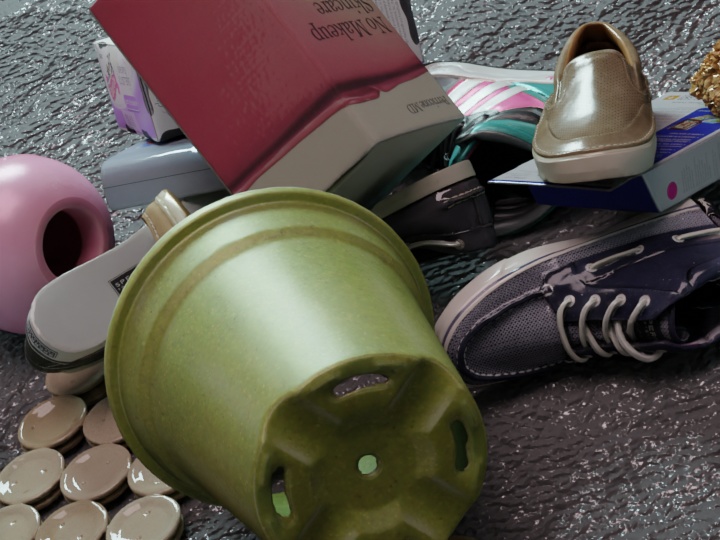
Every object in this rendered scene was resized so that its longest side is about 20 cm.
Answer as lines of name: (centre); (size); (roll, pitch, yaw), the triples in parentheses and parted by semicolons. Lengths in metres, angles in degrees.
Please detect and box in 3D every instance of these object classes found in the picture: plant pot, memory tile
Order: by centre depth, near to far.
plant pot: (-0.022, 0.076, 1.287); (0.200, 0.200, 0.184); (-30, 26, -8)
memory tile: (-0.160, 0.115, 1.500); (0.153, 0.017, 0.200); (-7, 39, 23)

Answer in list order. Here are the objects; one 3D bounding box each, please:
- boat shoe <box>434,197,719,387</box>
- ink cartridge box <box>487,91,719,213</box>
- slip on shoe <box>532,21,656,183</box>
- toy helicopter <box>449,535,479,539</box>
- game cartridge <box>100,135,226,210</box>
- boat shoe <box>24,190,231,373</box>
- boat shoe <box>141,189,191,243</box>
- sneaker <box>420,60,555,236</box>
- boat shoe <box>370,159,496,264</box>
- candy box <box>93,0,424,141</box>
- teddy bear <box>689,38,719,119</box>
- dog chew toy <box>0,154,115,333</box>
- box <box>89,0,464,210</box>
boat shoe: (0.143, 0.024, 1.386); (0.200, 0.075, 0.093); (-27, 28, -5)
ink cartridge box: (0.177, -0.070, 1.459); (0.095, 0.037, 0.200); (6, 21, 42)
slip on shoe: (0.144, -0.103, 1.424); (0.076, 0.061, 0.200); (-5, 17, 14)
toy helicopter: (-0.011, 0.197, 1.263); (0.200, 0.079, 0.132); (-23, 27, -20)
game cartridge: (-0.089, -0.088, 1.629); (0.133, 0.042, 0.200); (-5, 14, 27)
boat shoe: (-0.135, 0.008, 1.551); (0.200, 0.064, 0.071); (-25, 75, -23)
boat shoe: (-0.100, 0.039, 1.469); (0.069, 0.074, 0.200); (-31, 62, 4)
sneaker: (0.069, -0.077, 1.562); (0.200, 0.084, 0.121); (1, 33, 30)
boat shoe: (0.000, 0.000, 1.507); (0.200, 0.063, 0.073); (-30, -3, 26)
candy box: (-0.076, -0.156, 1.674); (0.200, 0.072, 0.168); (-18, 11, -12)
teddy bear: (0.307, -0.141, 1.474); (0.200, 0.067, 0.145); (0, 27, -3)
dog chew toy: (-0.267, -0.018, 1.654); (0.200, 0.125, 0.125); (0, 41, 43)
box: (-0.052, -0.132, 1.490); (0.109, 0.200, 0.128); (-44, -11, 29)
